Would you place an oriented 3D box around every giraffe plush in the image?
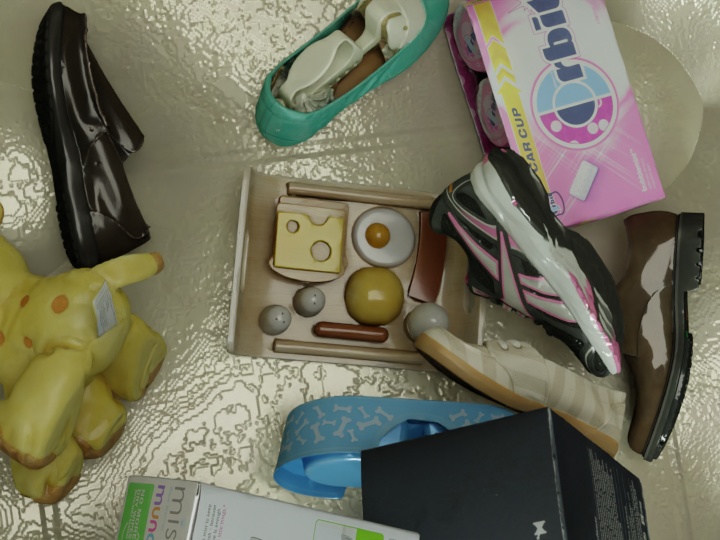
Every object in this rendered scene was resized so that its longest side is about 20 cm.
[{"bbox_3d":[-0.246,0.042,1.183,0.162,0.200,0.173,25,45,15],"label":"giraffe plush"}]

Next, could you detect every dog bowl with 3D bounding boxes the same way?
[{"bbox_3d":[0.033,0.134,1.256,0.199,0.112,0.050,4,65,-13],"label":"dog bowl"}]

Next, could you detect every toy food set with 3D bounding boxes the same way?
[{"bbox_3d":[0.000,0.000,1.285,0.199,0.060,0.144,6,83,-13],"label":"toy food set"}]

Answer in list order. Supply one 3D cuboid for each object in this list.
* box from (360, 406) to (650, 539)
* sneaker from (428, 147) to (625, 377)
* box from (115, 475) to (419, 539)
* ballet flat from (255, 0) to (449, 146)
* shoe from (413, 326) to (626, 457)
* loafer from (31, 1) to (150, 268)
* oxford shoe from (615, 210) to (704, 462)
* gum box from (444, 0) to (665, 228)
[{"bbox_3d":[0.109,0.186,1.188,0.148,0.200,0.105,-15,62,22],"label":"box"},{"bbox_3d":[0.126,0.001,1.267,0.086,0.080,0.200,-27,108,28],"label":"sneaker"},{"bbox_3d":[-0.071,0.244,1.046,0.176,0.097,0.201,18,77,-34],"label":"box"},{"bbox_3d":[-0.001,-0.173,1.297,0.200,0.070,0.067,-43,80,-15],"label":"ballet flat"},{"bbox_3d":[0.125,0.081,1.267,0.200,0.070,0.053,29,85,-29],"label":"shoe"},{"bbox_3d":[-0.199,-0.102,1.251,0.071,0.073,0.201,-10,94,-19],"label":"loafer"},{"bbox_3d":[0.226,0.051,1.337,0.084,0.073,0.201,5,85,12],"label":"oxford shoe"},{"bbox_3d":[0.152,-0.133,1.331,0.113,0.066,0.201,-17,88,-15],"label":"gum box"}]
